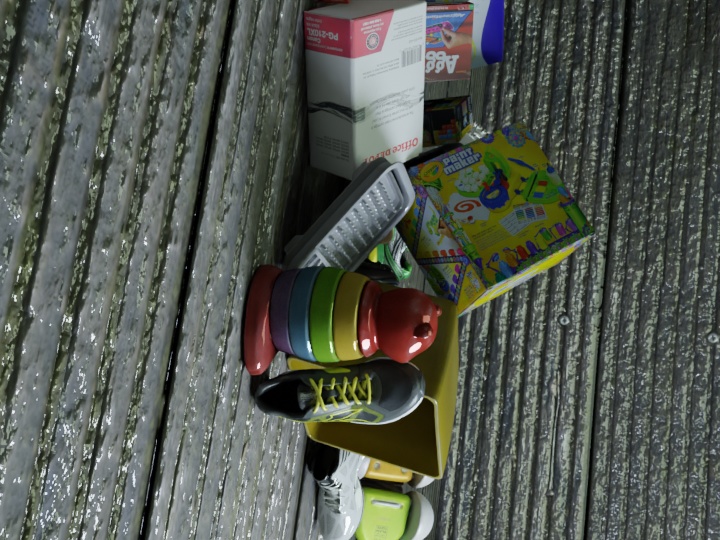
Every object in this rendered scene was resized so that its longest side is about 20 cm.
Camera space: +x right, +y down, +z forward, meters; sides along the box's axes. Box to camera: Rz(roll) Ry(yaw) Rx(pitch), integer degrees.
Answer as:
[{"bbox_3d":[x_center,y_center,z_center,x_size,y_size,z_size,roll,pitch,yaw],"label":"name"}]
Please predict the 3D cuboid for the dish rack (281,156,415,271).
[{"bbox_3d":[-0.018,-0.051,1.147,0.200,0.044,0.172,-47,162,-3],"label":"dish rack"}]

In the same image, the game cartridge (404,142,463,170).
[{"bbox_3d":[0.057,-0.112,1.343,0.200,0.040,0.133,-23,154,-31],"label":"game cartridge"}]

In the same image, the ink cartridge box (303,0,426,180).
[{"bbox_3d":[0.008,-0.231,1.158,0.145,0.084,0.200,-28,128,-42],"label":"ink cartridge box"}]

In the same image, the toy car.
[{"bbox_3d":[0.024,0.349,1.507,0.150,0.175,0.200,-20,-121,62],"label":"toy car"}]

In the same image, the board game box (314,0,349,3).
[{"bbox_3d":[-0.036,-0.438,1.070,0.152,0.046,0.200,51,46,-73],"label":"board game box"}]

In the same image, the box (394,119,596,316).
[{"bbox_3d":[0.175,-0.071,1.269,0.193,0.200,0.122,60,-26,11],"label":"box"}]

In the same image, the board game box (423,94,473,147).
[{"bbox_3d":[0.079,-0.226,1.409,0.200,0.165,0.057,-51,136,-70],"label":"board game box"}]

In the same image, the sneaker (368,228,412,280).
[{"bbox_3d":[0.059,-0.079,1.580,0.078,0.085,0.200,-56,148,-66],"label":"sneaker"}]

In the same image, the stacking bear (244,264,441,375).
[{"bbox_3d":[-0.014,0.054,1.008,0.121,0.200,0.114,-50,142,-69],"label":"stacking bear"}]

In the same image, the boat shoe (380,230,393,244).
[{"bbox_3d":[0.023,-0.121,1.443,0.200,0.072,0.065,81,9,-56],"label":"boat shoe"}]

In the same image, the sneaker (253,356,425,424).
[{"bbox_3d":[-0.027,0.142,1.025,0.085,0.200,0.075,4,77,-68],"label":"sneaker"}]

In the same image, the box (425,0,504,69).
[{"bbox_3d":[0.094,-0.376,1.295,0.184,0.200,0.105,82,-10,-46],"label":"box"}]

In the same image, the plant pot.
[{"bbox_3d":[0.041,0.132,1.240,0.200,0.200,0.177,82,29,-48],"label":"plant pot"}]

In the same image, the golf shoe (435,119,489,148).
[{"bbox_3d":[0.130,-0.247,1.586,0.097,0.200,0.078,-84,-167,-72],"label":"golf shoe"}]

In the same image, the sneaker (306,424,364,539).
[{"bbox_3d":[-0.048,0.311,1.336,0.115,0.076,0.201,-4,104,-61],"label":"sneaker"}]

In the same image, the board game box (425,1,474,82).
[{"bbox_3d":[0.055,-0.302,1.235,0.019,0.200,0.103,-127,-147,-59],"label":"board game box"}]

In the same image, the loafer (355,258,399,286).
[{"bbox_3d":[0.000,0.000,1.332,0.200,0.072,0.063,1,75,-65],"label":"loafer"}]
